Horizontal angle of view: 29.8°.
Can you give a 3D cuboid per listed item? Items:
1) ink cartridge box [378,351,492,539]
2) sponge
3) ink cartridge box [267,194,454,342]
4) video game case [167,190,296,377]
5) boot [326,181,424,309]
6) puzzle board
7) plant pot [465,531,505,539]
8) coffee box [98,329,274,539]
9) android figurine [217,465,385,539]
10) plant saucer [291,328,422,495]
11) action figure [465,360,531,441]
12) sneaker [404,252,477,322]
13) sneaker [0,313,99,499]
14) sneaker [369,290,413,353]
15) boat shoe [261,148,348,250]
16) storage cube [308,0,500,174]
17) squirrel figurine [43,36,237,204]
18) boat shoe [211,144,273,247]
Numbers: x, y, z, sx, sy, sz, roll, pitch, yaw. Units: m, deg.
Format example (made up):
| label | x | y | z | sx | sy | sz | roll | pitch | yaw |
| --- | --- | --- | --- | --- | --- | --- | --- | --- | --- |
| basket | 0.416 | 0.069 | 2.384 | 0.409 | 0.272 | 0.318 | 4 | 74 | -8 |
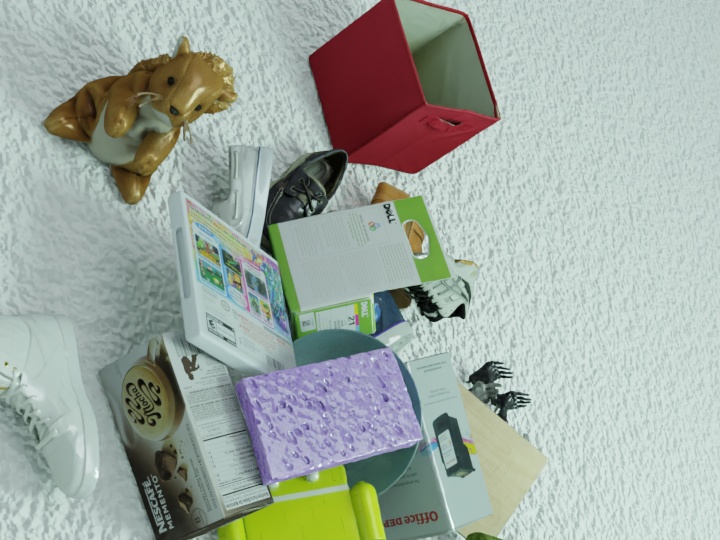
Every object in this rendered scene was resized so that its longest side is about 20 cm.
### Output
| label | x | y | z | sx | sy | sz | roll | pitch | yaw |
| --- | --- | --- | --- | --- | --- | --- | --- | --- | --- |
| ink cartridge box | 0.057 | 0.214 | 1.612 | 0.083 | 0.145 | 0.201 | -9 | 82 | -46 |
| sponge | -0.032 | 0.154 | 1.452 | 0.199 | 0.030 | 0.112 | -10 | 73 | -35 |
| ink cartridge box | 0.000 | 0.000 | 1.642 | 0.199 | 0.076 | 0.148 | -11 | 49 | -7 |
| video game case | -0.137 | 0.030 | 1.485 | 0.200 | 0.024 | 0.183 | 38 | 32 | -51 |
| boot | 0.022 | -0.062 | 1.813 | 0.200 | 0.076 | 0.156 | 38 | 49 | -34 |
| puzzle board | 0.123 | 0.237 | 1.719 | 0.200 | 0.017 | 0.151 | 40 | 72 | -5 |
| plant pot | 0.194 | 0.413 | 1.652 | 0.189 | 0.200 | 0.201 | 29 | 46 | -16 |
| coffee box | -0.183 | 0.174 | 1.419 | 0.080 | 0.113 | 0.201 | -8 | 74 | -52 |
| android figurine | -0.067 | 0.276 | 1.481 | 0.181 | 0.041 | 0.201 | -6 | 64 | -11 |
| plant saucer | -0.024 | 0.168 | 1.559 | 0.202 | 0.200 | 0.039 | 67 | 10 | 9 |
| action figure | 0.164 | 0.200 | 1.799 | 0.119 | 0.102 | 0.200 | 62 | 35 | -17 |
| sneaker | 0.096 | 0.023 | 1.787 | 0.200 | 0.075 | 0.088 | 11 | 84 | -54 |
| sneaker | -0.328 | 0.132 | 1.325 | 0.115 | 0.074 | 0.201 | 8 | 52 | -43 |
| sneaker | -0.041 | 0.062 | 1.692 | 0.199 | 0.081 | 0.147 | -23 | 67 | -39 |
| boat shoe | -0.074 | -0.100 | 1.749 | 0.072 | 0.065 | 0.200 | 52 | 40 | -13 |
| storage cube | 0.061 | -0.259 | 1.907 | 0.170 | 0.179 | 0.201 | 4 | 63 | -47 |
| squirrel figurine | -0.224 | -0.201 | 1.548 | 0.142 | 0.186 | 0.200 | 48 | 40 | -15 |
| boat shoe | -0.151 | -0.061 | 1.649 | 0.065 | 0.074 | 0.201 | 10 | 62 | -6 |
